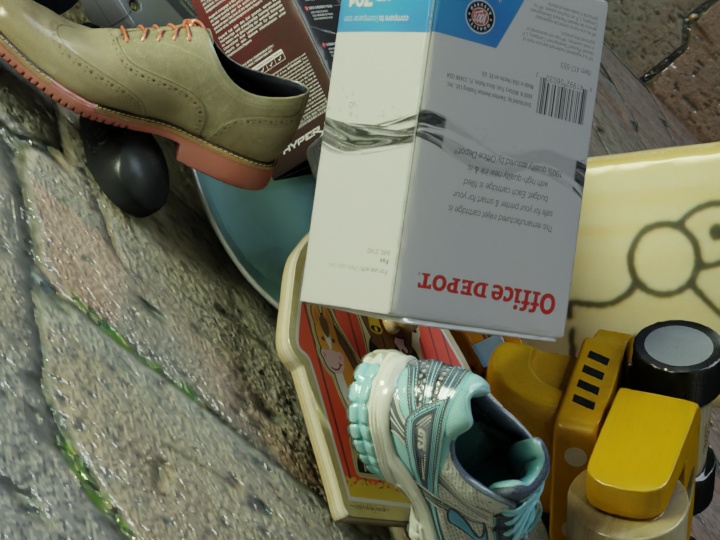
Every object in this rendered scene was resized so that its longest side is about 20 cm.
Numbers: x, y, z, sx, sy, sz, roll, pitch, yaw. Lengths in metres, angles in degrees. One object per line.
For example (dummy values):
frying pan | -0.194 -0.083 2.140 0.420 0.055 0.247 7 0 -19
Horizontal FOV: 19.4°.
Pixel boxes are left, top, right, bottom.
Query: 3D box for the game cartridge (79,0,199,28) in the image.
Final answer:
game cartridge | -0.100 -0.159 1.403 0.200 0.041 0.134 47 53 -22

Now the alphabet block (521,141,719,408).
alphabet block | 0.231 0.010 1.598 0.196 0.199 0.197 -1 87 -67

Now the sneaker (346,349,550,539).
sneaker | 0.068 0.124 1.165 0.200 0.086 0.078 53 50 -39

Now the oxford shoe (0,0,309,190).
oxford shoe | -0.121 -0.119 1.186 0.199 0.075 0.071 24 24 -28

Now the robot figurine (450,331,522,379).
robot figurine | 0.057 0.029 1.438 0.201 0.058 0.145 56 -14 22

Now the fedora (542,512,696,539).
fedora | 0.184 0.212 1.350 0.201 0.091 0.201 46 15 -16

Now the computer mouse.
computer mouse | -0.143 -0.099 1.261 0.059 0.034 0.200 38 19 -35

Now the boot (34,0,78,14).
boot | -0.235 -0.188 1.186 0.097 0.075 0.200 33 13 17

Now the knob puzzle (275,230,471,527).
knob puzzle | 0.020 0.052 1.237 0.219 0.030 0.221 39 37 -36

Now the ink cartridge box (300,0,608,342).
ink cartridge box | 0.055 -0.069 1.199 0.146 0.202 0.086 9 0 -43

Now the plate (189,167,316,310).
plate | -0.053 -0.045 1.342 0.200 0.025 0.201 38 37 -36

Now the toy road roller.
toy road roller | 0.136 0.119 1.280 0.200 0.145 0.124 -61 155 -51

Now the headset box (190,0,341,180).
headset box | -0.033 -0.170 1.374 0.148 0.075 0.201 -16 79 -58

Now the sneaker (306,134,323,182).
sneaker | 0.047 -0.053 1.312 0.200 0.071 0.073 17 47 -60
